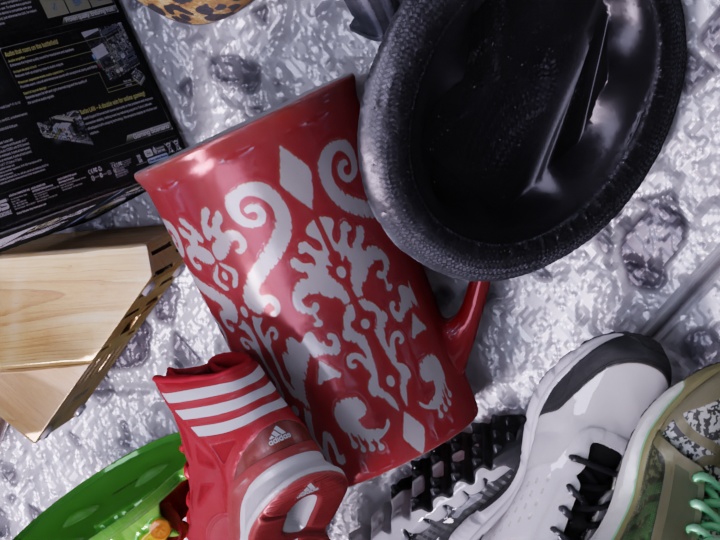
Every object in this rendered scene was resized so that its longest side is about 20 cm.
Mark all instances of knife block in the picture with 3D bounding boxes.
[{"bbox_3d":[-0.223,0.008,1.438,0.175,0.064,0.200,40,112,6],"label":"knife block"}]

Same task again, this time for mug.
[{"bbox_3d":[-0.008,0.004,1.297,0.177,0.133,0.201,-20,96,36],"label":"mug"}]

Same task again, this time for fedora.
[{"bbox_3d":[0.068,-0.100,1.220,0.092,0.199,0.202,36,127,57],"label":"fedora"}]

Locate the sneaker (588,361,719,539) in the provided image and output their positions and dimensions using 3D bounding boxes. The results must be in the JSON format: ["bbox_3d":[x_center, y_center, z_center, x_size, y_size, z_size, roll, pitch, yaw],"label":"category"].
[{"bbox_3d":[0.167,0.141,1.214,0.088,0.077,0.201,26,84,54],"label":"sneaker"}]

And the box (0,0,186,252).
[{"bbox_3d":[-0.212,-0.097,1.350,0.086,0.200,0.165,-25,91,34],"label":"box"}]

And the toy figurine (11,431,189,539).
[{"bbox_3d":[-0.088,0.200,1.428,0.199,0.150,0.185,-31,101,10],"label":"toy figurine"}]

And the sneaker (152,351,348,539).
[{"bbox_3d":[-0.068,0.111,1.301,0.116,0.078,0.200,61,149,21],"label":"sneaker"}]

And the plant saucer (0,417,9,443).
[{"bbox_3d":[-0.293,0.044,1.545,0.199,0.032,0.202,9,108,30],"label":"plant saucer"}]

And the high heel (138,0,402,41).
[{"bbox_3d":[-0.076,-0.188,1.273,0.199,0.143,0.072,14,69,19],"label":"high heel"}]

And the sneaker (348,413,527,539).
[{"bbox_3d":[0.045,0.162,1.351,0.090,0.067,0.200,42,109,-16],"label":"sneaker"}]

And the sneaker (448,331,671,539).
[{"bbox_3d":[0.110,0.125,1.263,0.073,0.080,0.201,20,110,-22],"label":"sneaker"}]
